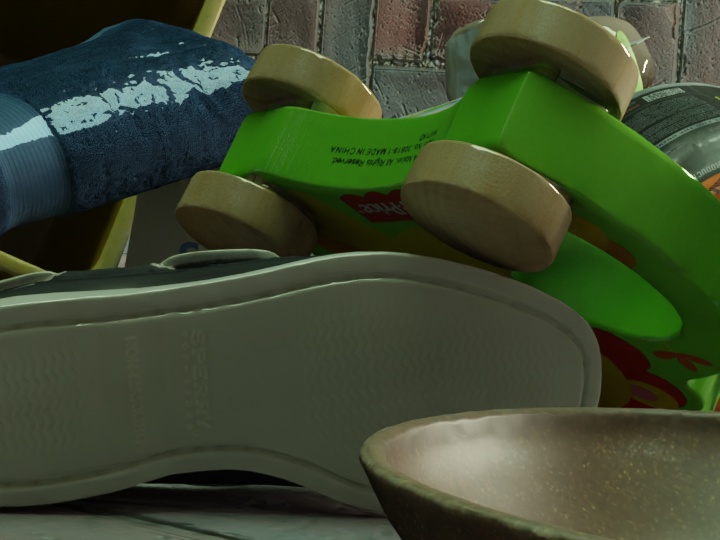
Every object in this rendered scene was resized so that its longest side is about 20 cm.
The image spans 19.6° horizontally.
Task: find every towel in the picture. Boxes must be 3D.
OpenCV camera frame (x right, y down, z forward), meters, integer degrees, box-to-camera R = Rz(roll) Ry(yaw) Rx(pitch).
[{"bbox_3d":[-0.135,-0.048,0.785,0.199,0.049,0.111,-19,22,-30],"label":"towel"}]

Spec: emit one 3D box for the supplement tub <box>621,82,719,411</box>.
[{"bbox_3d":[0.147,-0.008,0.848,0.122,0.123,0.200,4,10,-2],"label":"supplement tub"}]

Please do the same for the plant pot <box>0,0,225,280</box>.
[{"bbox_3d":[-0.189,-0.086,1.036,0.195,0.195,0.200,22,-15,-4],"label":"plant pot"}]

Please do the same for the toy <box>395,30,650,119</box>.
[{"bbox_3d":[0.041,-0.056,0.982,0.199,0.047,0.115,-22,6,20],"label":"toy"}]

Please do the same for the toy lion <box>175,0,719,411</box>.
[{"bbox_3d":[0.052,0.002,0.668,0.191,0.069,0.200,36,-20,-28],"label":"toy lion"}]

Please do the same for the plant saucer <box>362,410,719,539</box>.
[{"bbox_3d":[0.098,0.059,0.406,0.199,0.037,0.200,5,4,0],"label":"plant saucer"}]

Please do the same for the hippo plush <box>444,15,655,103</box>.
[{"bbox_3d":[0.103,-0.020,1.101,0.158,0.201,0.161,17,-19,14],"label":"hippo plush"}]

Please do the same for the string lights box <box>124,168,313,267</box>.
[{"bbox_3d":[0.000,0.000,0.898,0.102,0.059,0.200,7,-6,32],"label":"string lights box"}]

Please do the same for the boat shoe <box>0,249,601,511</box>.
[{"bbox_3d":[-0.033,0.030,0.580,0.199,0.074,0.060,-5,11,-15],"label":"boat shoe"}]
